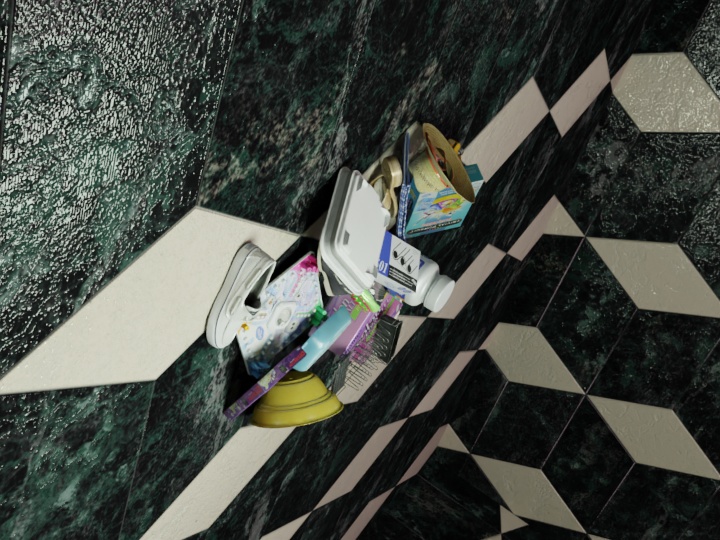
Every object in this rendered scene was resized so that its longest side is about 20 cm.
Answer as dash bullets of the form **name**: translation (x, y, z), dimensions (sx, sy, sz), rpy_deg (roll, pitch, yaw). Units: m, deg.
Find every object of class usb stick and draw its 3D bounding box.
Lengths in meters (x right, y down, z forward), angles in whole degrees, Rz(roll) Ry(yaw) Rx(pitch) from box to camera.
- **usb stick**: translation (-0.115, 0.176, 1.830), dimensions (0.055, 0.033, 0.200), rpy_deg (-47, 162, 1)

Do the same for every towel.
- **towel**: translation (0.090, -0.163, 1.718), dimensions (0.200, 0.024, 0.145), rpy_deg (93, 0, -55)

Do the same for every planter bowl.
- **planter bowl**: translation (-0.140, 0.261, 1.760), dimensions (0.200, 0.200, 0.084), rpy_deg (-19, 102, -62)

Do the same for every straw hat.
- **straw hat**: translation (0.145, -0.200, 1.699), dimensions (0.085, 0.201, 0.201), rpy_deg (-31, 170, 21)

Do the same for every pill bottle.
- **pill bottle**: translation (0.103, 0.009, 1.856), dimensions (0.112, 0.200, 0.112), rpy_deg (-48, 159, -26)

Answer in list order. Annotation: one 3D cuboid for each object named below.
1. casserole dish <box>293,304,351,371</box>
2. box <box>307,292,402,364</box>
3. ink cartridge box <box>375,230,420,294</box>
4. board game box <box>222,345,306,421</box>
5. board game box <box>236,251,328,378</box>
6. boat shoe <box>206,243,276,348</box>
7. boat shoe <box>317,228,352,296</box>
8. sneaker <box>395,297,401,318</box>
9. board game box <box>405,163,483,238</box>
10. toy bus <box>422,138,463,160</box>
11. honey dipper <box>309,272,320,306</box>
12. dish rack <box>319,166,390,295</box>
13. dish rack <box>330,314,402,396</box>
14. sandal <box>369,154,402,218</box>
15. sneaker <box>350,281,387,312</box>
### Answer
- **casserole dish**: translation (-0.077, 0.140, 1.692), dimensions (0.121, 0.039, 0.200), rpy_deg (-50, 177, 27)
- **box**: translation (-0.007, 0.110, 1.901), dimensions (0.176, 0.097, 0.200), rpy_deg (-57, 161, -2)
- **ink cartridge box**: translation (0.048, -0.025, 1.691), dimensions (0.200, 0.044, 0.094), rpy_deg (27, 64, -49)
- **board game box**: translation (-0.186, 0.219, 1.611), dimensions (0.120, 0.032, 0.200), rpy_deg (-36, 176, -36)
- **board game box**: translation (-0.143, 0.088, 1.566), dimensions (0.200, 0.026, 0.200), rpy_deg (-40, 149, -25)
- **boat shoe**: translation (-0.197, 0.054, 1.386), dimensions (0.074, 0.065, 0.200), rpy_deg (-27, 144, -57)
- **boat shoe**: translation (-0.039, -0.014, 1.557), dimensions (0.200, 0.063, 0.073), rpy_deg (79, 19, -58)
- **sneaker**: translation (0.034, 0.116, 2.057), dimensions (0.200, 0.077, 0.080), rpy_deg (-60, 152, 8)
- **board game box**: translation (0.172, -0.149, 1.850), dimensions (0.151, 0.047, 0.200), rpy_deg (-13, 156, -16)
- **toy bus**: translation (0.184, -0.228, 1.874), dimensions (0.065, 0.078, 0.200), rpy_deg (-53, 161, -12)
- **honey dipper**: translation (-0.073, -0.013, 1.628), dimensions (0.200, 0.038, 0.038), rpy_deg (-62, 161, 17)
- **dish rack**: translation (-0.001, -0.073, 1.522), dimensions (0.172, 0.044, 0.200), rpy_deg (49, 45, -46)
- **dish rack**: translation (0.009, 0.197, 1.846), dimensions (0.200, 0.055, 0.153), rpy_deg (-44, 156, -35)
- **sandal**: translation (0.033, -0.159, 1.650), dimensions (0.070, 0.078, 0.212), rpy_deg (-17, 161, -9)
- **sneaker**: translation (0.000, 0.000, 1.728), dimensions (0.084, 0.077, 0.200), rpy_deg (-52, 139, -24)
